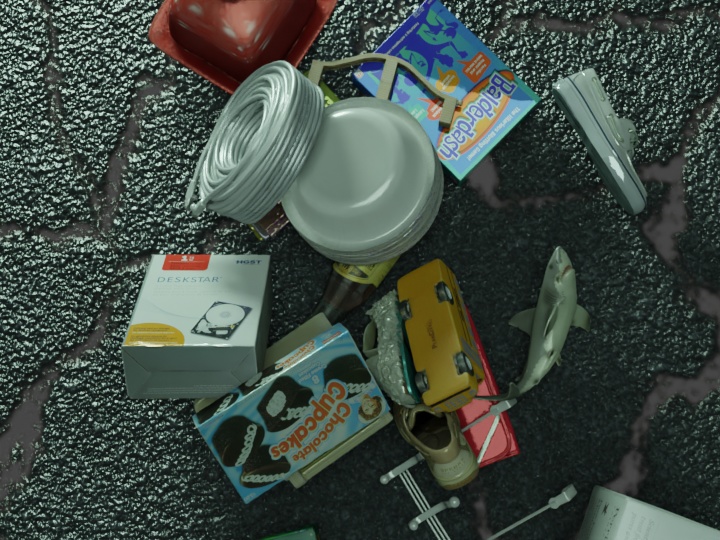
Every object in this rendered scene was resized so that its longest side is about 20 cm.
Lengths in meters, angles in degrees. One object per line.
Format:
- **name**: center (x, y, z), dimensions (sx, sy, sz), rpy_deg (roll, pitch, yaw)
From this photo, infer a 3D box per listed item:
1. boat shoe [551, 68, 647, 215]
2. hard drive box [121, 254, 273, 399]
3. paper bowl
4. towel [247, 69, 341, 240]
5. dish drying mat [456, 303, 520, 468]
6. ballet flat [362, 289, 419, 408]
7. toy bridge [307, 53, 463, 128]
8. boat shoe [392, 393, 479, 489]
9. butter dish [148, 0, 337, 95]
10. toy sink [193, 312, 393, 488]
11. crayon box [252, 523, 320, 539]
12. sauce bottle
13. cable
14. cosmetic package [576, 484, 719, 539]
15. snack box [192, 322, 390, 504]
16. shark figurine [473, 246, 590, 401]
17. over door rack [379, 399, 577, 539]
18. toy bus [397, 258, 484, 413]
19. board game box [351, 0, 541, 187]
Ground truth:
- **boat shoe**: center (0.321, -0.170, 1.457), dimensions (0.067, 0.074, 0.201), rpy_deg (-29, 83, 1)
- **hard drive box**: center (-0.190, 0.064, 1.379), dimensions (0.155, 0.200, 0.077), rpy_deg (0, 121, 1)
- **paper bowl**: center (-0.003, -0.115, 1.397), dimensions (0.199, 0.104, 0.202), rpy_deg (-4, 71, 13)
- **towel**: center (-0.097, -0.152, 1.492), dimensions (0.200, 0.023, 0.144), rpy_deg (-42, 83, -4)
- **dish drying mat**: center (0.134, 0.149, 1.451), dimensions (0.076, 0.018, 0.201), rpy_deg (-20, 84, 3)
- **ballet flat**: center (0.035, 0.103, 1.394), dimensions (0.071, 0.200, 0.072), rpy_deg (0, 124, 0)
- **toy bridge**: center (0.034, -0.237, 1.451), dimensions (0.199, 0.027, 0.068), rpy_deg (15, 84, 4)
- **boat shoe**: center (0.082, 0.179, 1.365), dimensions (0.071, 0.200, 0.065), rpy_deg (-32, 118, -5)
- **butter dish**: center (-0.156, -0.343, 1.451), dimensions (0.199, 0.148, 0.200), rpy_deg (32, 85, 6)
- **toy sink**: center (-0.083, 0.171, 1.383), dimensions (0.199, 0.112, 0.131), rpy_deg (-33, 113, -3)
- **crayon box**: center (-0.090, 0.425, 1.404), dimensions (0.118, 0.058, 0.201), rpy_deg (-14, 83, 0)
- **sauce bottle**: center (0.000, 0.000, 1.449), dimensions (0.066, 0.066, 0.201), rpy_deg (34, 84, 5)
- **cable**: center (-0.121, -0.154, 1.387), dimensions (0.069, 0.199, 0.201), rpy_deg (29, 64, -29)
- **cosmetic package**: center (0.338, 0.360, 1.330), dimensions (0.164, 0.200, 0.166), rpy_deg (20, 84, 4)
- **snack box**: center (-0.077, 0.162, 1.301), dimensions (0.199, 0.037, 0.117), rpy_deg (-32, 114, -9)
- **shark figurine**: center (0.210, 0.087, 1.428), dimensions (0.089, 0.128, 0.215), rpy_deg (16, 72, 39)
- **over door rack**: center (0.140, 0.264, 1.399), dimensions (0.199, 0.067, 0.148), rpy_deg (-33, 84, 9)
- **toy bus**: center (0.097, 0.081, 1.379), dimensions (0.065, 0.078, 0.201), rpy_deg (-27, 48, 17)
- **board game box**: center (0.110, -0.233, 1.484), dimensions (0.200, 0.045, 0.152), rpy_deg (44, 86, 5)
